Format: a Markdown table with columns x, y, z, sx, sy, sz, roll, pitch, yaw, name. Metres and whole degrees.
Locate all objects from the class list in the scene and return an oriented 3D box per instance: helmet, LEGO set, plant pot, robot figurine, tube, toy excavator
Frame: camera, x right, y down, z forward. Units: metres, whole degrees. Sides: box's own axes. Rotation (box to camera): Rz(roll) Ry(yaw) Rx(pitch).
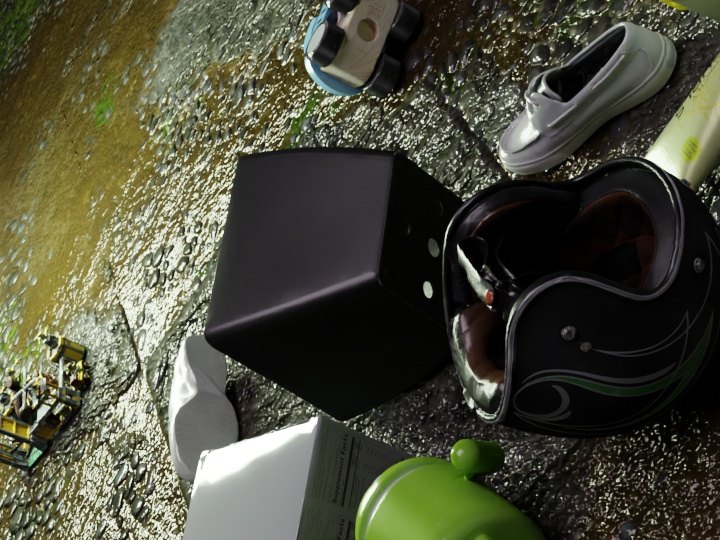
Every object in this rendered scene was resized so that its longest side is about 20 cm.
| x | y | z | sx | sy | sz | roll | pitch | yaw | name |
| --- | --- | --- | --- | --- | --- | --- | --- | --- | --- |
| 0.169 | 0.021 | 1.110 | 0.200 | 0.189 | 0.202 | 172 | 90 | -76 | helmet |
| -0.465 | 0.167 | 2.076 | 0.200 | 0.115 | 0.155 | -40 | 37 | 35 | LEGO set |
| 0.000 | 0.000 | 1.408 | 0.177 | 0.199 | 0.201 | -16 | 53 | 39 | plant pot |
| 0.070 | 0.217 | 1.190 | 0.177 | 0.115 | 0.200 | -65 | 29 | 3 | robot figurine |
| 0.287 | -0.141 | 1.175 | 0.201 | 0.052 | 0.058 | -56 | -13 | 24 | tube |
| -0.017 | -0.286 | 1.750 | 0.200 | 0.099 | 0.196 | -7 | 60 | 66 | toy excavator |

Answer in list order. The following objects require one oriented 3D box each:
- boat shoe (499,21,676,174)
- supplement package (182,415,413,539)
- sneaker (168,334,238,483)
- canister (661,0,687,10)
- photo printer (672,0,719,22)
| x | y | z | sx | sy | sz | roll | pitch | yaw | name |
| --- | --- | --- | --- | --- | --- | --- | --- | --- | --- |
| 0.182 | -0.151 | 1.341 | 0.199 | 0.068 | 0.073 | -28 | 45 | 46 | boat shoe |
| -0.065 | 0.238 | 1.395 | 0.199 | 0.110 | 0.157 | -23 | 49 | 50 | supplement package |
| -0.182 | 0.169 | 1.692 | 0.201 | 0.075 | 0.089 | -93 | 28 | -50 | sneaker |
| 0.229 | -0.328 | 1.268 | 0.149 | 0.199 | 0.087 | -59 | 29 | 9 | canister |
| 0.302 | -0.287 | 1.163 | 0.200 | 0.166 | 0.070 | -44 | 54 | 30 | photo printer |
